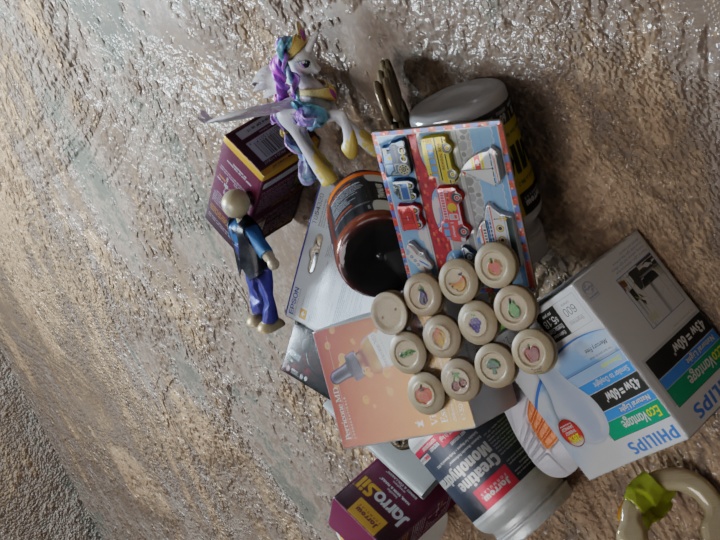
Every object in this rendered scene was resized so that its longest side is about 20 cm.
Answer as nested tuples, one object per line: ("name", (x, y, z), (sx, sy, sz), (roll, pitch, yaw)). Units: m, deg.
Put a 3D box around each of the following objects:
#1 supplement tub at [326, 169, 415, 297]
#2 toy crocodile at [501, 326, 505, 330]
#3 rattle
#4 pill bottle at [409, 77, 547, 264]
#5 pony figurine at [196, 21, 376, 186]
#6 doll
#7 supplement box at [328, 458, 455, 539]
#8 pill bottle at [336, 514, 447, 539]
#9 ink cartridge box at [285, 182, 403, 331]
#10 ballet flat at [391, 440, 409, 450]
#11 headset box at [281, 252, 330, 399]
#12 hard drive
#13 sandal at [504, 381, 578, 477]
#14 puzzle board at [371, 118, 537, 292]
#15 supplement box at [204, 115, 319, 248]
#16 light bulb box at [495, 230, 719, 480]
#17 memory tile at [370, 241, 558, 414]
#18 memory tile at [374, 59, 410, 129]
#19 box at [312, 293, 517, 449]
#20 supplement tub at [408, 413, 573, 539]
("supplement tub", (0.013, -0.055, 1.458), (0.200, 0.106, 0.108), (-104, -4, -64))
("toy crocodile", (0.213, 0.130, 1.514), (0.067, 0.062, 0.202), (24, 138, 40))
("rattle", (0.405, 0.321, 1.434), (0.198, 0.131, 0.144), (13, 147, 12))
("pill bottle", (0.137, -0.101, 1.348), (0.114, 0.114, 0.202), (7, 126, 50))
("pony figurine", (-0.082, -0.206, 1.535), (0.192, 0.167, 0.201), (-14, 118, 40))
("doll", (-0.148, -0.016, 1.656), (0.136, 0.048, 0.202), (23, 129, 59))
("supplement box", (0.062, 0.325, 1.752), (0.110, 0.199, 0.086), (40, 149, 22))
("pill bottle", (0.049, 0.399, 1.940), (0.117, 0.116, 0.199), (57, 148, -5))
("ink cartridge box", (0.000, 0.000, 1.603), (0.199, 0.043, 0.199), (24, 102, 43))
("ballet flat", (0.040, 0.158, 1.712), (0.067, 0.046, 0.202), (100, 160, -69))
("headset box", (-0.014, 0.075, 1.685), (0.148, 0.075, 0.202), (27, 104, 39))
("hard drive", (0.060, 0.212, 1.734), (0.200, 0.132, 0.026), (40, 169, 23))
("sandal", (0.208, 0.147, 1.455), (0.079, 0.059, 0.208), (-41, 77, 36))
("puzzle board", (0.101, -0.063, 1.306), (0.149, 0.017, 0.202), (-2, 119, 27))
("supplement box", (-0.142, -0.127, 1.703), (0.086, 0.110, 0.201), (46, 147, 14))
("light bulb box", (0.280, 0.099, 1.335), (0.201, 0.124, 0.198), (53, 149, 5))
("memory tile", (0.110, 0.066, 1.329), (0.199, 0.017, 0.155), (-25, 86, 34))
("memory tile", (0.057, -0.140, 1.406), (0.154, 0.017, 0.202), (-86, -24, -68))
("box", (0.064, 0.117, 1.448), (0.198, 0.106, 0.154), (-16, 90, 36))
("supplement tub", (0.173, 0.258, 1.613), (0.200, 0.140, 0.141), (48, 148, 10))
